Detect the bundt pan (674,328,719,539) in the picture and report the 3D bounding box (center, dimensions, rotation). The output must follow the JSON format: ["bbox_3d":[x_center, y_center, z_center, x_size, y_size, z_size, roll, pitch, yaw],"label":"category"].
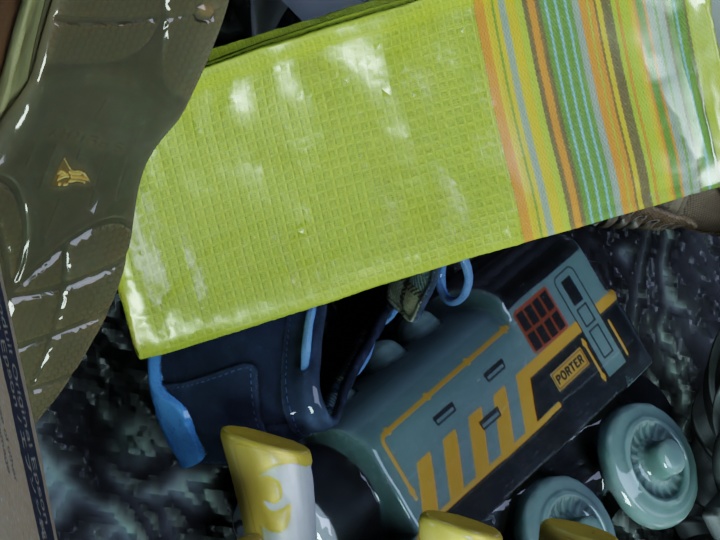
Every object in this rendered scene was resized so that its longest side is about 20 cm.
[{"bbox_3d":[0.157,0.096,1.058,0.202,0.075,0.203,10,90,-89],"label":"bundt pan"}]

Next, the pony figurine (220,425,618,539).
[{"bbox_3d":[0.013,0.167,0.840,0.167,0.192,0.201,-40,145,-83],"label":"pony figurine"}]

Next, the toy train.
[{"bbox_3d":[0.035,0.071,0.984,0.200,0.085,0.114,-37,98,-44],"label":"toy train"}]

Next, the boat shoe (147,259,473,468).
[{"bbox_3d":[0.000,0.000,0.945,0.084,0.068,0.200,64,34,-34],"label":"boat shoe"}]

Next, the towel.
[{"bbox_3d":[0.016,-0.041,0.869,0.199,0.018,0.086,-17,101,-8],"label":"towel"}]

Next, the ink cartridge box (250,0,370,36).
[{"bbox_3d":[0.028,-0.166,0.929,0.125,0.200,0.129,45,38,-14],"label":"ink cartridge box"}]

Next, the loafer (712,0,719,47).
[{"bbox_3d":[0.119,-0.115,1.095,0.200,0.070,0.070,51,36,-10],"label":"loafer"}]

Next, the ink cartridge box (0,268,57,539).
[{"bbox_3d":[-0.179,0.029,0.646,0.075,0.199,0.166,36,42,-84],"label":"ink cartridge box"}]

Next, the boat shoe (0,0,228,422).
[{"bbox_3d":[-0.106,-0.025,0.818,0.072,0.067,0.201,21,98,-43],"label":"boat shoe"}]

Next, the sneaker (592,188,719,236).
[{"bbox_3d":[0.090,-0.048,1.079,0.076,0.070,0.200,-55,142,-4],"label":"sneaker"}]
